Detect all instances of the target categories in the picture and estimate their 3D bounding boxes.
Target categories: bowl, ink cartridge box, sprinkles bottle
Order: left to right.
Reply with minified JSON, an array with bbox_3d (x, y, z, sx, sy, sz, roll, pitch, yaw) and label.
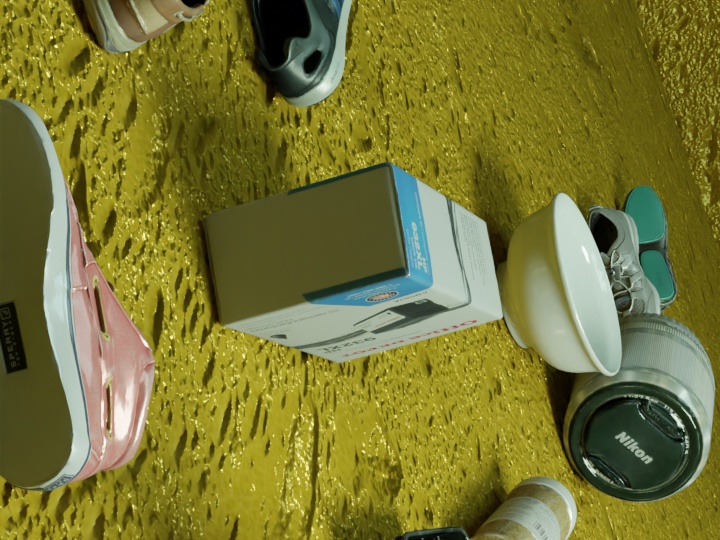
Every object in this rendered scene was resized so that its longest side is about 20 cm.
[{"bbox_3d":[0.000,0.000,1.252,0.200,0.144,0.084,24,53,-65],"label":"ink cartridge box"},{"bbox_3d":[0.141,0.239,1.556,0.200,0.068,0.069,-22,95,-70],"label":"sprinkles bottle"},{"bbox_3d":[0.203,0.026,1.863,0.201,0.090,0.202,52,28,-43],"label":"bowl"}]

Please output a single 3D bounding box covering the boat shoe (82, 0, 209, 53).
[{"bbox_3d":[-0.123,-0.202,1.190,0.200,0.071,0.076,-69,138,-60],"label":"boat shoe"}]

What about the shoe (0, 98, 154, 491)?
[{"bbox_3d":[-0.164,0.013,0.920,0.091,0.071,0.201,3,77,-71],"label":"shoe"}]

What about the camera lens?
[{"bbox_3d":[0.315,0.152,1.958,0.200,0.159,0.161,-60,130,-64],"label":"camera lens"}]

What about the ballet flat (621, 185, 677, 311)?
[{"bbox_3d":[0.413,-0.025,2.532,0.072,0.072,0.201,45,34,-53],"label":"ballet flat"}]

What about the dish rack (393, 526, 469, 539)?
[{"bbox_3d":[0.055,0.296,1.300,0.153,0.054,0.201,14,61,-67],"label":"dish rack"}]

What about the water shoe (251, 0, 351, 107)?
[{"bbox_3d":[-0.049,-0.230,1.417,0.079,0.071,0.201,45,33,-49],"label":"water shoe"}]

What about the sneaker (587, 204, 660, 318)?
[{"bbox_3d":[0.330,0.005,2.283,0.082,0.075,0.201,26,42,-46],"label":"sneaker"}]
